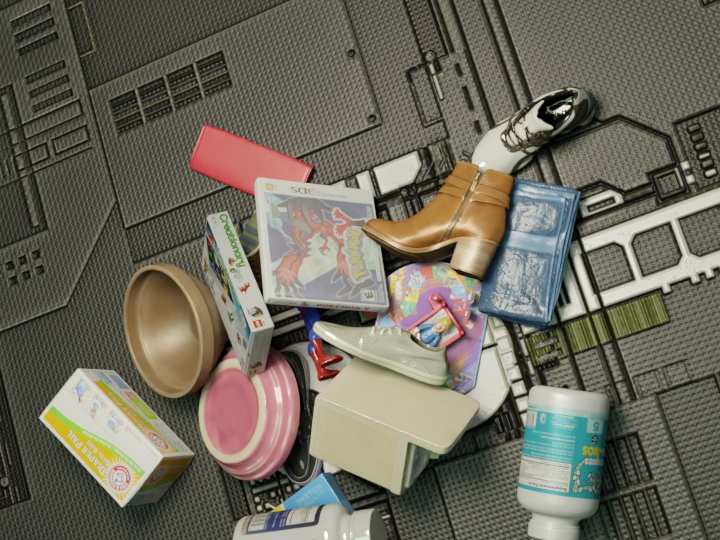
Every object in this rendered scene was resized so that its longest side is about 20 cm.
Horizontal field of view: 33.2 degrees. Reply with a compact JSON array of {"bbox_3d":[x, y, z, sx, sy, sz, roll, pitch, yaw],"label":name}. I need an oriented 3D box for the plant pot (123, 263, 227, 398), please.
[{"bbox_3d":[-0.263,0.084,1.811,0.200,0.092,0.202,13,107,45],"label":"plant pot"}]

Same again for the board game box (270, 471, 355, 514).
[{"bbox_3d":[-0.086,0.413,1.758,0.200,0.040,0.153,-39,73,10],"label":"board game box"}]

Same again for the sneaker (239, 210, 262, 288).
[{"bbox_3d":[-0.150,-0.043,1.827,0.200,0.067,0.090,-45,29,29],"label":"sneaker"}]

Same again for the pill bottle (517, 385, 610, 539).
[{"bbox_3d":[0.271,0.260,1.622,0.110,0.111,0.201,6,86,19],"label":"pill bottle"}]

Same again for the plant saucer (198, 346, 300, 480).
[{"bbox_3d":[-0.172,0.206,1.766,0.200,0.051,0.202,-8,79,43],"label":"plant saucer"}]

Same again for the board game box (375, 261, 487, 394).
[{"bbox_3d":[0.098,0.085,1.717,0.157,0.039,0.201,11,86,5],"label":"board game box"}]

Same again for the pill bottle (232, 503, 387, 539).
[{"bbox_3d":[-0.067,0.384,1.675,0.199,0.111,0.112,-11,80,17],"label":"pill bottle"}]

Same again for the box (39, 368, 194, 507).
[{"bbox_3d":[-0.369,0.252,1.835,0.200,0.112,0.101,42,97,17],"label":"box"}]

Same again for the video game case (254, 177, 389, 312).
[{"bbox_3d":[-0.056,-0.037,1.718,0.181,0.023,0.201,5,58,-21],"label":"video game case"}]

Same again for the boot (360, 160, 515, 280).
[{"bbox_3d":[0.111,-0.086,1.700,0.199,0.077,0.156,16,81,24],"label":"boot"}]

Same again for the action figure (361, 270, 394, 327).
[{"bbox_3d":[0.000,0.000,1.779,0.065,0.052,0.201,-30,77,8],"label":"action figure"}]

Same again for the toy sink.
[{"bbox_3d":[0.048,0.222,1.674,0.199,0.130,0.113,19,122,20],"label":"toy sink"}]

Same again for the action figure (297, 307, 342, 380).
[{"bbox_3d":[-0.072,0.062,1.770,0.051,0.066,0.201,-17,58,-12],"label":"action figure"}]

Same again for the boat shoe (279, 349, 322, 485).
[{"bbox_3d":[-0.100,0.215,1.773,0.070,0.066,0.201,-6,81,18],"label":"boat shoe"}]

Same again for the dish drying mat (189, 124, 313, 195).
[{"bbox_3d":[-0.170,-0.159,1.869,0.199,0.018,0.077,23,92,19],"label":"dish drying mat"}]

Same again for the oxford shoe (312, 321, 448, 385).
[{"bbox_3d":[0.032,0.101,1.673,0.199,0.075,0.058,19,98,1],"label":"oxford shoe"}]

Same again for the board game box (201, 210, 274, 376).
[{"bbox_3d":[-0.177,0.033,1.710,0.034,0.126,0.201,-13,61,-20],"label":"board game box"}]

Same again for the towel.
[{"bbox_3d":[0.235,-0.025,1.695,0.111,0.049,0.201,12,85,16],"label":"towel"}]

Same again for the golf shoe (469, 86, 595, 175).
[{"bbox_3d":[0.233,-0.201,1.700,0.200,0.094,0.078,-35,75,13],"label":"golf shoe"}]
